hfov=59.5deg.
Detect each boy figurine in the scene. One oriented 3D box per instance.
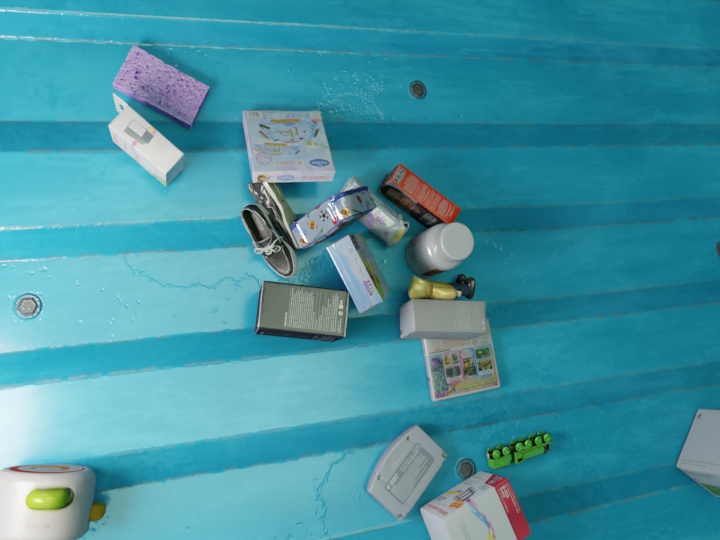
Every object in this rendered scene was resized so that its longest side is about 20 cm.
[{"bbox_3d":[0.193,0.042,1.591,0.197,0.124,0.066,2,104,-34],"label":"boy figurine"}]

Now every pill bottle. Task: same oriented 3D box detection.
[{"bbox_3d":[0.198,-0.054,1.566,0.112,0.200,0.117,3,81,-17],"label":"pill bottle"}]

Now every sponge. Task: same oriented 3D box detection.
[{"bbox_3d":[-0.470,-0.435,1.497,0.198,0.030,0.113,27,74,-12],"label":"sponge"}]

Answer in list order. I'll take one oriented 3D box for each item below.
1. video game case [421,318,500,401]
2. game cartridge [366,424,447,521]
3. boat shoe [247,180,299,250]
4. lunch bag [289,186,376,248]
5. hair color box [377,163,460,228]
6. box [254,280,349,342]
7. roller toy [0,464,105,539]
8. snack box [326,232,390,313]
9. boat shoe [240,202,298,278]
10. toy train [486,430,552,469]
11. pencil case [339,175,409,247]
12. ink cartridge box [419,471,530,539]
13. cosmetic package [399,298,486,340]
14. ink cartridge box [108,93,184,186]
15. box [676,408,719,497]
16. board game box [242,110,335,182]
[{"bbox_3d":[0.260,0.230,1.636,0.197,0.024,0.185,-7,84,-20],"label":"video game case"},{"bbox_3d":[0.110,0.487,1.538,0.133,0.040,0.200,45,71,-10],"label":"game cartridge"},{"bbox_3d":[-0.204,-0.137,1.529,0.067,0.072,0.202,-26,98,18],"label":"boat shoe"},{"bbox_3d":[-0.066,-0.126,1.490,0.076,0.198,0.160,62,33,-1],"label":"lunch bag"},{"bbox_3d":[0.150,-0.182,1.624,0.199,0.101,0.062,35,72,-9],"label":"hair color box"},{"bbox_3d":[-0.138,0.098,1.450,0.196,0.148,0.109,7,78,-12],"label":"box"},{"bbox_3d":[-0.617,0.458,1.225,0.179,0.200,0.142,1,79,12],"label":"roller toy"},{"bbox_3d":[0.000,0.000,1.492,0.067,0.200,0.171,-27,91,8],"label":"snack box"},{"bbox_3d":[-0.216,-0.066,1.481,0.073,0.068,0.202,-23,101,13],"label":"boat shoe"},{"bbox_3d":[0.416,0.469,1.641,0.197,0.042,0.057,-10,94,-20],"label":"toy train"},{"bbox_3d":[0.031,-0.147,1.585,0.199,0.091,0.084,39,72,-8],"label":"pencil case"},{"bbox_3d":[0.271,0.603,1.513,0.198,0.145,0.147,-23,89,-20],"label":"ink cartridge box"},{"bbox_3d":[0.203,0.124,1.567,0.197,0.107,0.092,6,72,-17],"label":"cosmetic package"},{"bbox_3d":[-0.495,-0.291,1.418,0.199,0.117,0.068,41,74,-8],"label":"ink cartridge box"},{"bbox_3d":[1.043,0.515,1.755,0.170,0.199,0.201,37,72,-9],"label":"box"},{"bbox_3d":[-0.176,-0.303,1.527,0.197,0.041,0.202,-3,58,-18],"label":"board game box"}]
